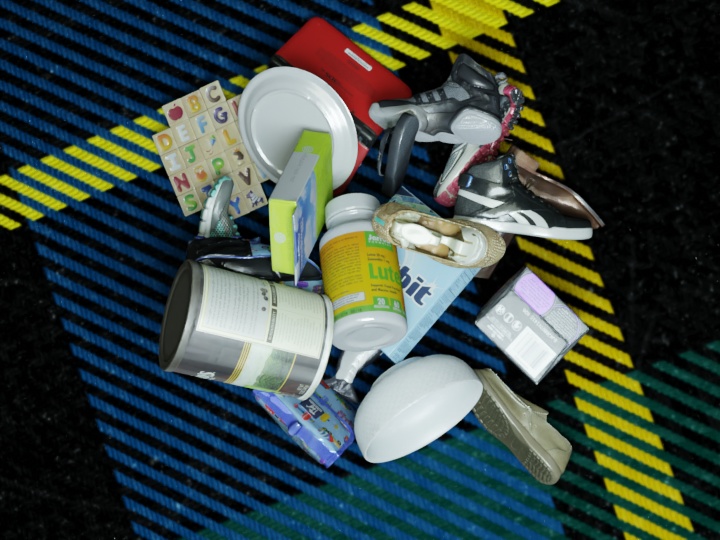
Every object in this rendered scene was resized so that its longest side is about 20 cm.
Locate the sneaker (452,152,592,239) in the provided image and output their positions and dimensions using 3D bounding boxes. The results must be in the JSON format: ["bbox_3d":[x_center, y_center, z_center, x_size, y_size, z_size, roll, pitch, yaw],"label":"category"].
[{"bbox_3d":[0.232,-0.106,1.567,0.196,0.073,0.114,6,94,5],"label":"sneaker"}]

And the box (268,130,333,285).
[{"bbox_3d":[-0.083,-0.089,1.547,0.047,0.201,0.123,8,129,11],"label":"box"}]

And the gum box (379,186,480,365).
[{"bbox_3d":[0.057,0.005,1.618,0.200,0.045,0.170,-48,59,-2],"label":"gum box"}]

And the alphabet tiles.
[{"bbox_3d":[-0.222,-0.177,1.707,0.164,0.006,0.203,-22,94,12],"label":"alphabet tiles"}]

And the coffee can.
[{"bbox_3d":[-0.152,0.080,1.481,0.197,0.146,0.149,14,92,-21],"label":"coffee can"}]

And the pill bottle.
[{"bbox_3d":[0.000,0.000,1.553,0.109,0.111,0.203,-11,65,7],"label":"pill bottle"}]

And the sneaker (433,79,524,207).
[{"bbox_3d":[0.165,-0.187,1.643,0.074,0.080,0.202,32,94,34],"label":"sneaker"}]

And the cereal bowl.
[{"bbox_3d":[0.072,0.185,1.600,0.199,0.200,0.084,-36,65,6],"label":"cereal bowl"}]

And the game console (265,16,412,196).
[{"bbox_3d":[-0.051,-0.249,1.694,0.199,0.119,0.173,38,64,5],"label":"game console"}]

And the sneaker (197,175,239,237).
[{"bbox_3d":[-0.204,-0.041,1.693,0.090,0.078,0.203,10,102,-8],"label":"sneaker"}]

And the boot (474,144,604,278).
[{"bbox_3d":[0.231,-0.052,1.638,0.185,0.064,0.201,37,97,6],"label":"boot"}]

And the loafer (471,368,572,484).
[{"bbox_3d":[0.232,0.220,1.635,0.067,0.076,0.201,-31,75,-31],"label":"loafer"}]

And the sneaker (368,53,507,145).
[{"bbox_3d":[0.114,-0.247,1.596,0.197,0.076,0.116,9,74,20],"label":"sneaker"}]

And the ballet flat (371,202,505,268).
[{"bbox_3d":[0.110,-0.040,1.514,0.197,0.065,0.072,12,103,-13],"label":"ballet flat"}]

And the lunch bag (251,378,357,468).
[{"bbox_3d":[-0.083,0.213,1.608,0.150,0.200,0.094,44,96,5],"label":"lunch bag"}]

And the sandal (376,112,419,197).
[{"bbox_3d":[0.044,-0.161,1.591,0.042,0.201,0.077,27,69,6],"label":"sandal"}]

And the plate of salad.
[{"bbox_3d":[-0.089,-0.206,1.638,0.197,0.048,0.203,15,126,21],"label":"plate of salad"}]

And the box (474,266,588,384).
[{"bbox_3d":[0.237,0.072,1.565,0.122,0.200,0.106,45,95,5],"label":"box"}]

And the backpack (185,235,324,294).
[{"bbox_3d":[-0.154,0.039,1.620,0.196,0.135,0.186,-3,112,-14],"label":"backpack"}]

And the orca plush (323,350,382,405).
[{"bbox_3d":[0.028,0.109,1.654,0.104,0.071,0.202,11,66,23],"label":"orca plush"}]
